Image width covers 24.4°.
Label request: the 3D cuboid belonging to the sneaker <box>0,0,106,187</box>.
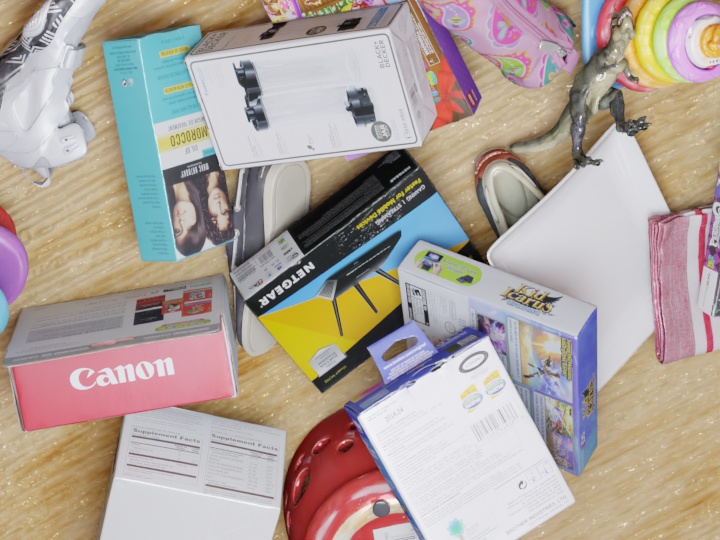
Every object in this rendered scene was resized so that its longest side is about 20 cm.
[{"bbox_3d":[-0.268,-0.171,1.498,0.115,0.075,0.200,42,103,-14],"label":"sneaker"}]

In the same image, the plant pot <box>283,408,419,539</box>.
[{"bbox_3d":[0.025,0.245,1.578,0.198,0.183,0.202,-1,105,-2],"label":"plant pot"}]

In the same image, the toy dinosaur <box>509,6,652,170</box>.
[{"bbox_3d":[0.206,-0.142,1.486,0.047,0.089,0.200,1,142,-34],"label":"toy dinosaur"}]

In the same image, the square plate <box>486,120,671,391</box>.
[{"bbox_3d":[0.216,-0.005,1.553,0.198,0.028,0.201,-43,120,-20],"label":"square plate"}]

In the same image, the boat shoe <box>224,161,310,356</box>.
[{"bbox_3d":[-0.094,-0.019,1.570,0.072,0.062,0.202,-15,122,-46],"label":"boat shoe"}]

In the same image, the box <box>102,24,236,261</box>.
[{"bbox_3d":[-0.171,-0.115,1.504,0.049,0.082,0.202,1,106,39],"label":"box"}]

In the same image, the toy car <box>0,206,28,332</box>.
[{"bbox_3d":[-0.366,0.006,1.476,0.149,0.200,0.176,-28,124,-3],"label":"toy car"}]

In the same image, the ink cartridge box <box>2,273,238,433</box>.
[{"bbox_3d":[-0.214,0.080,1.515,0.198,0.176,0.085,-9,106,-1],"label":"ink cartridge box"}]

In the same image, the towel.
[{"bbox_3d":[0.370,0.002,1.599,0.198,0.023,0.145,-12,107,-15],"label":"towel"}]

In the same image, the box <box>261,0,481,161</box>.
[{"bbox_3d":[0.005,-0.209,1.488,0.136,0.039,0.201,-18,114,27],"label":"box"}]

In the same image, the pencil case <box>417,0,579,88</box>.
[{"bbox_3d":[0.116,-0.233,1.461,0.088,0.088,0.200,-48,139,8],"label":"pencil case"}]

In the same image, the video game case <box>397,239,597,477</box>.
[{"bbox_3d":[0.128,0.081,1.518,0.180,0.046,0.201,22,144,26],"label":"video game case"}]

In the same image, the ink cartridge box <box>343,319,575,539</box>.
[{"bbox_3d":[0.078,0.143,1.440,0.136,0.076,0.201,-30,100,-9],"label":"ink cartridge box"}]

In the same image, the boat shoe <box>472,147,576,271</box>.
[{"bbox_3d":[0.172,-0.027,1.577,0.071,0.063,0.201,-33,106,3],"label":"boat shoe"}]

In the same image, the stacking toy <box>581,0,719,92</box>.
[{"bbox_3d":[0.288,-0.205,1.462,0.115,0.200,0.111,-11,106,-22],"label":"stacking toy"}]

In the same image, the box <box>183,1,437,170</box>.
[{"bbox_3d":[-0.044,-0.162,1.473,0.198,0.060,0.117,-6,119,23],"label":"box"}]

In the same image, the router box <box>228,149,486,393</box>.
[{"bbox_3d":[0.000,0.000,1.540,0.199,0.051,0.149,-37,130,1],"label":"router box"}]

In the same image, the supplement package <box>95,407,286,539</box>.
[{"bbox_3d":[-0.167,0.242,1.564,0.154,0.111,0.201,12,124,-8],"label":"supplement package"}]

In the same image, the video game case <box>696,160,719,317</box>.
[{"bbox_3d":[0.422,-0.046,1.573,0.198,0.036,0.183,0,105,-20],"label":"video game case"}]
